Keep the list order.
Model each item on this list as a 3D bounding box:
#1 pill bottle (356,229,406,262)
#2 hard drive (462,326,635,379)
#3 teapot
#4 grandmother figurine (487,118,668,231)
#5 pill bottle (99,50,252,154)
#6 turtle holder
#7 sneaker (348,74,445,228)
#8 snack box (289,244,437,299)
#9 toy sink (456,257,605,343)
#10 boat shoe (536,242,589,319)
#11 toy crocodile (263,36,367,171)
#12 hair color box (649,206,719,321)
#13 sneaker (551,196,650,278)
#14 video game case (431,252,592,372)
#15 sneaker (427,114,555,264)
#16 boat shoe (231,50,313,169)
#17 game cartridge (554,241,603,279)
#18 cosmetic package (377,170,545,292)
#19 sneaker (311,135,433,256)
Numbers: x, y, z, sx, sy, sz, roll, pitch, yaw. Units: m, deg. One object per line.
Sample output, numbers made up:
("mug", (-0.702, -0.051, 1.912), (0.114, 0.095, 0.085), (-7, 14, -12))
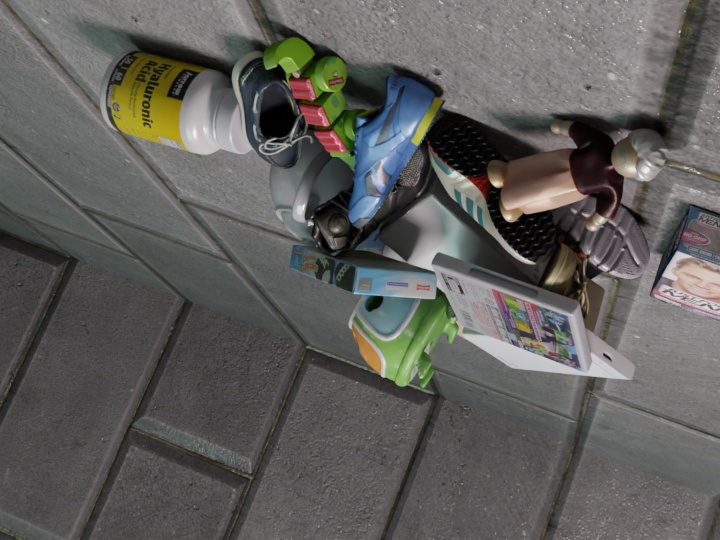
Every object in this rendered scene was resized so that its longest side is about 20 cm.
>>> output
("pill bottle", (0.059, -0.018, 1.722), (0.109, 0.109, 0.200), (30, 165, -31))
("hard drive", (0.254, 0.108, 1.473), (0.200, 0.027, 0.132), (2, 156, 47))
("teapot", (-0.050, -0.095, 1.504), (0.200, 0.147, 0.197), (32, 164, -34))
("grandmother figurine", (0.228, -0.099, 1.118), (0.200, 0.061, 0.122), (-16, 106, 46))
("pill bottle", (-0.228, -0.213, 1.402), (0.199, 0.112, 0.111), (17, 166, 22))
("turtle holder", (0.067, 0.059, 1.482), (0.131, 0.186, 0.141), (29, -170, 12))
("sneaker", (0.020, -0.136, 1.229), (0.078, 0.066, 0.200), (29, 129, -2))
("snack box", (0.000, 0.000, 1.400), (0.116, 0.037, 0.200), (5, -173, -27))
("toy sink", (0.225, 0.045, 1.551), (0.130, 0.112, 0.200), (30, 161, -32))
("boat shoe", (0.250, 0.019, 1.301), (0.063, 0.074, 0.200), (27, 175, 14))
("toy crocodile", (-0.040, -0.186, 1.240), (0.067, 0.062, 0.200), (11, 144, 43))
("hair color box", (0.412, -0.003, 1.283), (0.100, 0.061, 0.200), (19, 167, 12))
("sneaker", (0.256, -0.058, 1.326), (0.200, 0.078, 0.112), (36, 170, -9))
("video game case", (0.189, 0.053, 1.320), (0.182, 0.023, 0.200), (21, 163, 24))
("sneaker", (0.150, -0.089, 1.255), (0.200, 0.070, 0.093), (49, 174, 5))
("boat shoe", (-0.103, -0.183, 1.328), (0.062, 0.075, 0.200), (52, 164, 30))
("game cartridge", (0.241, -0.040, 1.494), (0.199, 0.039, 0.130), (23, 172, 0))
("cosmetic package", (0.134, -0.034, 1.417), (0.200, 0.081, 0.113), (41, 129, -17))
("sneaker", (0.012, -0.087, 1.327), (0.076, 0.199, 0.114), (47, -152, -2))
